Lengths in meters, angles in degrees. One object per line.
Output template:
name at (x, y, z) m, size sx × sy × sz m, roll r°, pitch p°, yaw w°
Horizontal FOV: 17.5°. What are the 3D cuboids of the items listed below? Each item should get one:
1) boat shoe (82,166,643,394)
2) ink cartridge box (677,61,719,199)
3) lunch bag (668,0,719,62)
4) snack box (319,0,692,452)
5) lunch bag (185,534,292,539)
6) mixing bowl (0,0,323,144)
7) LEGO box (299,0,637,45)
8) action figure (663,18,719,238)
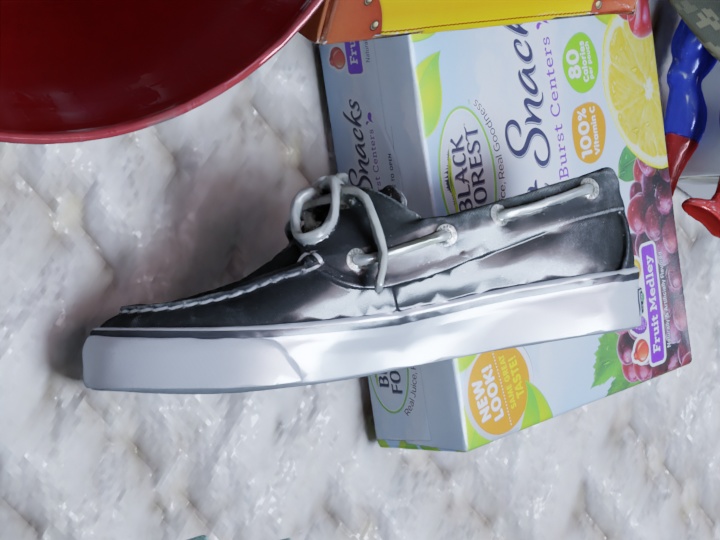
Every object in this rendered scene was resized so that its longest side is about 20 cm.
boat shoe at (0.001, 0.000, 0.791) m, size 0.198 × 0.074 × 0.068 m, roll -8°, pitch 92°, yaw -13°
ink cartridge box at (0.229, -0.101, 1.050) m, size 0.146 × 0.083 × 0.201 m, roll 31°, pitch 68°, yaw -42°
lunch bag at (0.174, -0.172, 0.849) m, size 0.200 × 0.167 × 0.140 m, roll 48°, pitch 67°, yaw -28°
snack box at (0.055, -0.046, 0.893) m, size 0.142 × 0.053 × 0.201 m, roll -17°, pitch 101°, yaw -43°
lunch bag at (-0.087, 0.177, 0.655) m, size 0.169 × 0.122 × 0.201 m, roll -6°, pitch 97°, yaw -2°
mixing bowl at (-0.099, -0.141, 0.669) m, size 0.199 × 0.108 × 0.201 m, roll -3°, pitch 100°, yaw -15°
LEGO box at (0.042, -0.180, 0.733) m, size 0.149 × 0.077 × 0.201 m, roll -10°, pitch 127°, yaw -41°
action figure at (0.140, -0.124, 0.973) m, size 0.099 × 0.065 × 0.201 m, roll 33°, pitch 69°, yaw -40°
